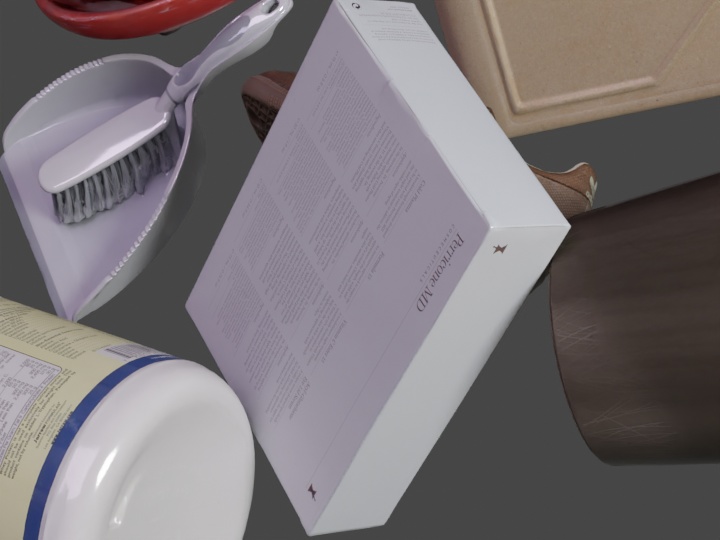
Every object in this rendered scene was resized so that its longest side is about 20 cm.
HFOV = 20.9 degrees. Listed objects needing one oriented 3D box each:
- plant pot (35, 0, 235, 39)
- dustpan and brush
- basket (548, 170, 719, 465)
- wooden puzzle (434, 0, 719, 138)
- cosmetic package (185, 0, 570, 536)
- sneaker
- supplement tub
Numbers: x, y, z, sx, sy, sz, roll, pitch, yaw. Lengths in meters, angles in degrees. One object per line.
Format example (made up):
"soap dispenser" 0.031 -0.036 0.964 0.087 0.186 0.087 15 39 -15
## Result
"plant pot" -0.125 -0.242 1.051 0.199 0.183 0.201 -17 38 14
"dustpan and brush" -0.111 -0.080 1.055 0.199 0.057 0.140 -32 56 6
"basket" 0.191 0.015 0.828 0.198 0.137 0.181 -12 36 24
"wooden puzzle" 0.123 -0.165 0.939 0.198 0.186 0.037 -8 25 23
"cosmetic package" 0.000 0.000 0.905 0.151 0.051 0.201 60 136 35
"sneaker" 0.030 -0.057 0.988 0.199 0.071 0.076 33 65 28
"supplement tub" -0.166 0.092 0.944 0.199 0.145 0.146 16 72 30
